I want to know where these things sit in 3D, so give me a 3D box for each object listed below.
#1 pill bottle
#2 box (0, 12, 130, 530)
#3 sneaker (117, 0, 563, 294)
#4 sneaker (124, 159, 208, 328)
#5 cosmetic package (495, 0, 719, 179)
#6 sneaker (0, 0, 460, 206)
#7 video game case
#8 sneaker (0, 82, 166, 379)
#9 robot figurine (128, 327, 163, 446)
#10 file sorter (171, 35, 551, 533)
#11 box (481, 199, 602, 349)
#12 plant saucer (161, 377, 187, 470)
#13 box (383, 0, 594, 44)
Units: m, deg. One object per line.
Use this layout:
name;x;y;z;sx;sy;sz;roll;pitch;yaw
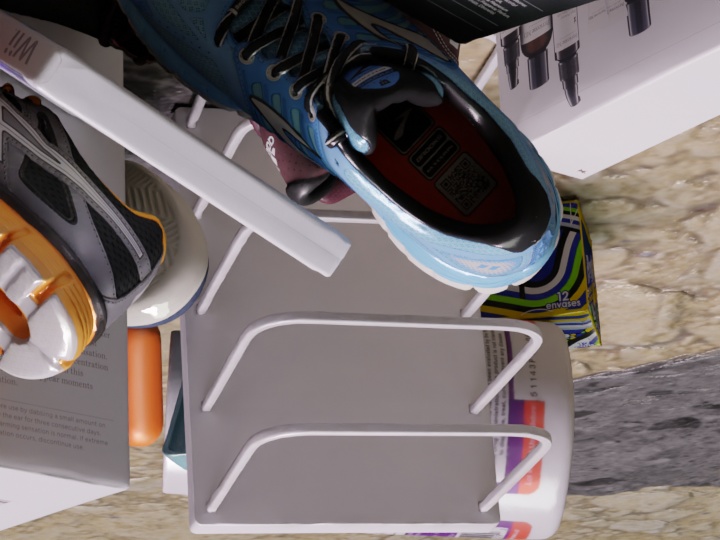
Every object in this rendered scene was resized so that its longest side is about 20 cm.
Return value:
pill bottle;0.001;0.076;1.234;0.199;0.112;0.111;3;161;-5
box;-0.171;0.001;1.021;0.097;0.201;0.124;15;154;-42
sneaker;-0.003;-0.073;0.867;0.200;0.078;0.090;37;176;-2
sneaker;-0.116;-0.002;1.116;0.200;0.075;0.085;21;160;53
cosmetic package;0.133;-0.108;0.942;0.051;0.083;0.200;10;156;-37
sneaker;-0.051;-0.081;0.932;0.199;0.116;0.076;0;161;-11
video game case;-0.104;-0.066;0.891;0.143;0.018;0.200;34;178;-38
sneaker;-0.156;-0.047;0.927;0.077;0.200;0.078;-33;166;-42
robot figurine;-0.192;0.049;1.259;0.200;0.144;0.117;7;141;39
file sorter;0.000;0.000;1.063;0.138;0.201;0.125;2;157;-15
box;0.025;0.013;1.310;0.199;0.064;0.070;-7;161;10
plant saucer;-0.045;0.031;1.184;0.070;0.200;0.019;-4;125;10
box;0.036;-0.154;0.794;0.141;0.079;0.200;-11;160;33
